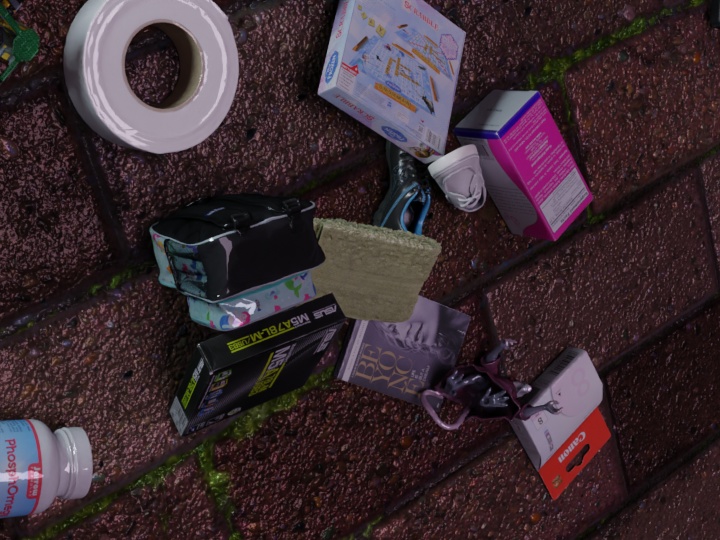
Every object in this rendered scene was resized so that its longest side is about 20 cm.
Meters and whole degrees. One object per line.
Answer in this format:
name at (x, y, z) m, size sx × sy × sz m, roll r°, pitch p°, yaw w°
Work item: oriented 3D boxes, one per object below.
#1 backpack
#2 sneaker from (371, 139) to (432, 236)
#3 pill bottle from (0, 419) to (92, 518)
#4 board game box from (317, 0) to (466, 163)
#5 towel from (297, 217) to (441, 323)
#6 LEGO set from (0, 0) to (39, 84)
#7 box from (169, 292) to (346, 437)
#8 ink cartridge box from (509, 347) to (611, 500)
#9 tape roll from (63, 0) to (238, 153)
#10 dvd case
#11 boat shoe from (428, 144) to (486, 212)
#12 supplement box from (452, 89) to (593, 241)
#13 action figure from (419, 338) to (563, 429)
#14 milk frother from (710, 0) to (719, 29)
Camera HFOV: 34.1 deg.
backpack at (-0.154, -0.019, 1.408) m, size 0.176 × 0.199 × 0.153 m, roll -21°, pitch 114°, yaw -34°
sneaker at (0.075, -0.124, 1.614) m, size 0.072 × 0.082 × 0.203 m, roll 7°, pitch 93°, yaw -33°
pill bottle at (-0.411, 0.226, 1.329) m, size 0.198 × 0.108 × 0.111 m, roll 0°, pitch 99°, yaw -34°
board game box at (0.046, -0.276, 1.554) m, size 0.199 × 0.041 × 0.202 m, roll 29°, pitch 62°, yaw -34°
towel at (0.000, 0.000, 1.566) m, size 0.197 × 0.037 × 0.150 m, roll 9°, pitch 125°, yaw -22°
LEGO set at (-0.452, -0.236, 1.243) m, size 0.201 × 0.115 × 0.154 m, roll -58°, pitch 153°, yaw -7°
box at (-0.131, 0.120, 1.461) m, size 0.191 × 0.201 × 0.048 m, roll -18°, pitch 68°, yaw -29°
ink cartridge box at (0.333, 0.249, 1.877) m, size 0.162 × 0.057 × 0.201 m, roll -42°, pitch 114°, yaw -21°
tape roll at (-0.244, -0.242, 1.384) m, size 0.200 × 0.070 × 0.206 m, roll -6°, pitch 101°, yaw -33°
dvd case at (0.063, 0.108, 1.687) m, size 0.198 × 0.016 × 0.151 m, roll 21°, pitch 87°, yaw -35°
boat shoe at (0.139, -0.118, 1.604) m, size 0.071 × 0.200 × 0.069 m, roll -27°, pitch 80°, yaw 2°
supplement box at (0.239, -0.153, 1.708) m, size 0.103 × 0.101 × 0.201 m, roll -44°, pitch 120°, yaw -20°
action figure at (0.200, 0.192, 1.737) m, size 0.148 × 0.135 × 0.200 m, roll -38°, pitch 163°, yaw 15°
milk frother at (0.688, -0.449, 1.903) m, size 0.178 × 0.199 × 0.191 m, roll 2°, pitch 97°, yaw -30°
